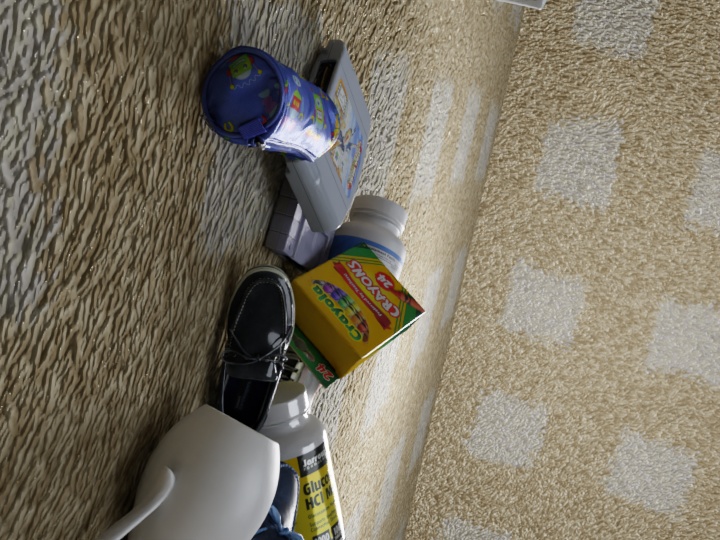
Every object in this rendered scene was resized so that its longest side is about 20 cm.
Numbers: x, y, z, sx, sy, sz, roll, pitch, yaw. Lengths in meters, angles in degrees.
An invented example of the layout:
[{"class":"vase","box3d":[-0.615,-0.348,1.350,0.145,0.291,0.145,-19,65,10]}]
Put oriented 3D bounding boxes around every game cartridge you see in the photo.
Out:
[{"class":"game cartridge","box3d":[-0.033,-0.149,1.042,0.133,0.041,0.201,61,34,-46]},{"class":"game cartridge","box3d":[-0.061,-0.068,1.123,0.200,0.038,0.130,42,67,-76]}]

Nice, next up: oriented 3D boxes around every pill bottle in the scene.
[{"class":"pill bottle","box3d":[0.000,0.000,1.285,0.112,0.112,0.201,71,35,-68]},{"class":"pill bottle","box3d":[-0.087,0.240,1.075,0.112,0.112,0.201,-43,124,-68]}]

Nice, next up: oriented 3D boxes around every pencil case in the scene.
[{"class":"pencil case","box3d":[-0.078,-0.147,0.847,0.200,0.078,0.087,-6,85,-77]}]

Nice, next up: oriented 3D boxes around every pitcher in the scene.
[{"class":"pitcher","box3d":[-0.166,0.221,0.817,0.201,0.121,0.172,-61,152,-12]}]

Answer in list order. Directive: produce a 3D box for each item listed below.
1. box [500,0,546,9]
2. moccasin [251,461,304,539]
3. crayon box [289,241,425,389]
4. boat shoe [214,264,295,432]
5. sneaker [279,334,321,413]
[{"class":"box","box3d":[0.250,-0.574,1.556,0.200,0.198,0.172,-58,159,-49]},{"class":"moccasin","box3d":[-0.089,0.282,0.889,0.080,0.068,0.201,34,51,-31]},{"class":"crayon box","box3d":[-0.017,0.050,1.125,0.051,0.127,0.200,-47,171,36]},{"class":"boat shoe","box3d":[-0.112,0.092,0.961,0.062,0.074,0.201,-118,-139,-70]},{"class":"sneaker","box3d":[-0.087,0.138,1.143,0.082,0.077,0.201,-14,117,-69]}]
